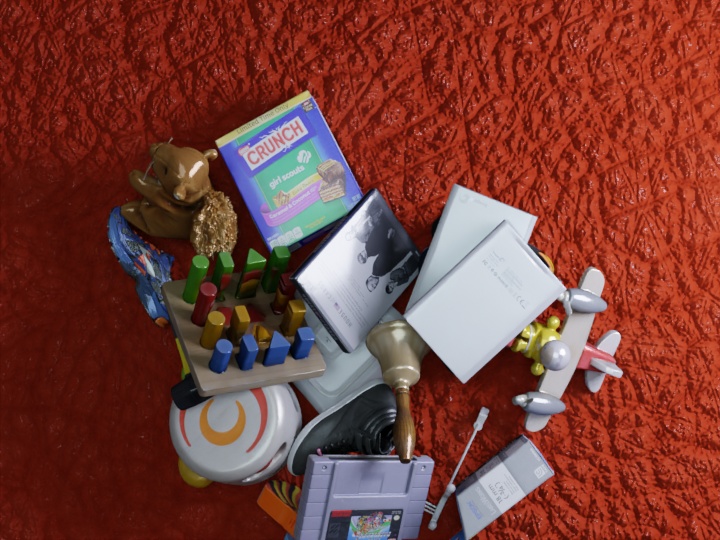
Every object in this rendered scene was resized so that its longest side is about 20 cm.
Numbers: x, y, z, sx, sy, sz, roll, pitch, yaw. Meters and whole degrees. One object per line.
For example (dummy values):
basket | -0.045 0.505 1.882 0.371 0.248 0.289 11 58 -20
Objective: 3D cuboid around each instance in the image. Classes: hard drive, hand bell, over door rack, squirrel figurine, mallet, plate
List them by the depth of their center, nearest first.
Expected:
hard drive | 0.177 0.045 1.626 0.200 0.025 0.132 -43 91 8
hand bell | 0.059 0.183 1.630 0.102 0.105 0.202 -3 52 4
hard drive | 0.160 -0.008 1.655 0.130 0.026 0.203 22 98 10
mallet | -0.254 0.103 1.669 0.065 0.041 0.203 -18 64 11
squirrel figurine | -0.249 -0.112 1.707 0.200 0.187 0.142 43 64 -3
over door rack | 0.089 0.271 1.721 0.146 0.067 0.202 25 88 5
plate | -0.042 0.102 1.753 0.200 0.032 0.200 -45 81 4

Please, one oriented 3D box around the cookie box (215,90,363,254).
cookie box | -0.105 -0.148 1.765 0.170 0.075 0.202 -28 84 1

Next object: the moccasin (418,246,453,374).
moccasin | 0.124 0.064 1.712 0.079 0.068 0.203 -21 86 3

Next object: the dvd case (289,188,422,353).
dvd case | 0.000 0.000 1.699 0.200 0.025 0.151 -48 115 -25

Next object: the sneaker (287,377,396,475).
sneaker | -0.018 0.253 1.673 0.199 0.071 0.099 -39 43 1

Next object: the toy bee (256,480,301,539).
toy bee | -0.065 0.397 1.718 0.131 0.108 0.202 -40 68 31

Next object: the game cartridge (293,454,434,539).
game cartridge | 0.006 0.330 1.634 0.197 0.038 0.132 5 100 -27

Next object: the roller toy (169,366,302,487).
roller toy | -0.184 0.230 1.708 0.179 0.140 0.203 5 78 13

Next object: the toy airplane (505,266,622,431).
toy airplane | 0.296 0.120 1.678 0.197 0.141 0.202 -23 97 10

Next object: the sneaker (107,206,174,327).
sneaker | -0.333 -0.013 1.782 0.078 0.075 0.202 -29 92 -8

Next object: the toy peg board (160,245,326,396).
toy peg board | -0.163 0.060 1.654 0.197 0.098 0.201 -7 52 -27

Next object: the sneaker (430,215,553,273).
sneaker | 0.200 -0.036 1.702 0.198 0.090 0.071 25 88 4

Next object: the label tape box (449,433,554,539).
label tape box | 0.183 0.328 1.669 0.199 0.144 0.064 -38 84 0
